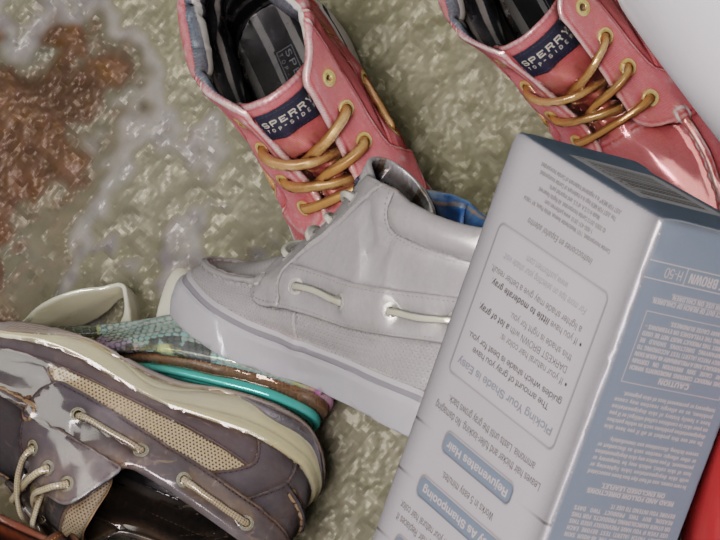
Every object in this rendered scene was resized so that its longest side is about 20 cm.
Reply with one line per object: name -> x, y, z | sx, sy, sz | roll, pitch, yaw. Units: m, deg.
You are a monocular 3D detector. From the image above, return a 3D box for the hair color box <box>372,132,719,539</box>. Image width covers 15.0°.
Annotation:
hair color box -> 0.070, 0.063, 0.986 | 0.099, 0.060, 0.201 | 37, 111, 56

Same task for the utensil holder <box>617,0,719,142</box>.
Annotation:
utensil holder -> 0.215, -0.084, 1.058 | 0.170, 0.170, 0.200 | -40, 62, 9

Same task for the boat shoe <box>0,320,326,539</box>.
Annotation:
boat shoe -> -0.116, 0.078, 1.166 | 0.199, 0.075, 0.074 | 13, 50, 6

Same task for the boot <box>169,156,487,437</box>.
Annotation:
boot -> 0.000, 0.000, 1.107 | 0.200, 0.073, 0.096 | 21, 104, 45

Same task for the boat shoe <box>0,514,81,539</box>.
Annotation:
boat shoe -> -0.130, 0.141, 1.121 | 0.199, 0.070, 0.071 | 14, 110, 29

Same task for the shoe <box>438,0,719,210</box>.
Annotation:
shoe -> 0.096, -0.074, 1.145 | 0.071, 0.091, 0.201 | -39, 62, 21

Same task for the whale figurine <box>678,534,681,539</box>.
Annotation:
whale figurine -> 0.072, 0.155, 1.106 | 0.159, 0.104, 0.201 | 44, 120, 28

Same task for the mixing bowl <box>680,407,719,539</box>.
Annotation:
mixing bowl -> 0.193, 0.099, 0.998 | 0.200, 0.200, 0.109 | 29, 92, 28

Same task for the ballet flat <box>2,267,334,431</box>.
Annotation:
ballet flat -> -0.103, 0.036, 1.228 | 0.199, 0.069, 0.071 | -4, 57, 24

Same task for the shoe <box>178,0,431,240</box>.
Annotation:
shoe -> -0.017, -0.046, 1.185 | 0.071, 0.091, 0.201 | -32, 65, 13
